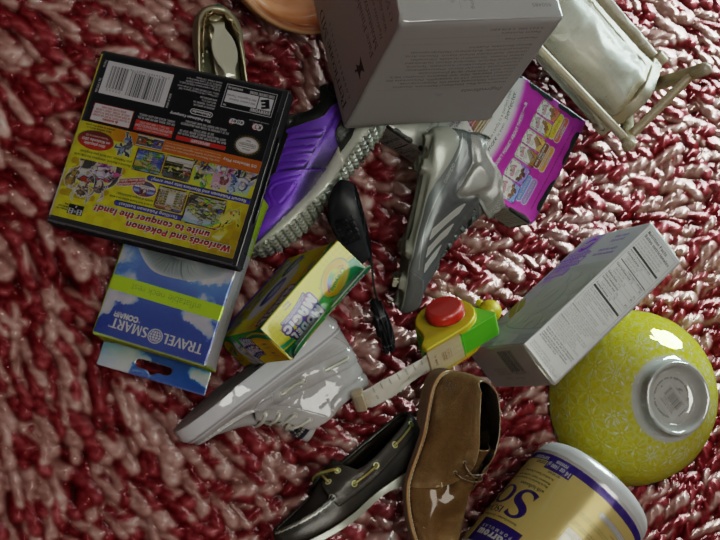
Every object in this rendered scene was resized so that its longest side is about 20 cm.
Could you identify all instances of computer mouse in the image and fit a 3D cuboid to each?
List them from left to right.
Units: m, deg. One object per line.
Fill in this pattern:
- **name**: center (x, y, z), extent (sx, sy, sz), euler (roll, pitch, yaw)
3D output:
- **computer mouse**: center (0.000, 0.000, 1.483), extent (0.034, 0.059, 0.200), euler (-13, 112, 5)

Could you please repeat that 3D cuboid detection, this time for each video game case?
- **video game case**: center (-0.184, -0.108, 1.402), extent (0.200, 0.026, 0.181), euler (13, 78, 12)

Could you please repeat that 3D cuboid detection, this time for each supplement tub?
- **supplement tub**: center (0.185, 0.295, 1.497), extent (0.145, 0.145, 0.200), euler (47, 71, -11)

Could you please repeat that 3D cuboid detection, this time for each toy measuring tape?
- **toy measuring tape**: center (0.061, 0.080, 1.507), extent (0.200, 0.074, 0.074), euler (-29, 96, -21)

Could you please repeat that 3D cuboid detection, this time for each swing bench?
- **swing bench**: center (0.244, -0.249, 1.550), extent (0.130, 0.200, 0.199), euler (-44, 101, 5)

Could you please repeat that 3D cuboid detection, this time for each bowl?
- **bowl**: center (0.318, 0.140, 1.581), extent (0.200, 0.108, 0.201), euler (2, 86, -21)

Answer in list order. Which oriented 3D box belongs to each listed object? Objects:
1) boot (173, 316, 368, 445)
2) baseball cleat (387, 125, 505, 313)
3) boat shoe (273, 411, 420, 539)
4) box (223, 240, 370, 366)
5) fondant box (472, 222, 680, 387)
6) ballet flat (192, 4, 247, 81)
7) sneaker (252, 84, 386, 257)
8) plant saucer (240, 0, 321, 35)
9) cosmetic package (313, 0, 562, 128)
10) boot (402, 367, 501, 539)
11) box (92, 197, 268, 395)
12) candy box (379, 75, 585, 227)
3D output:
- **boot**: center (-0.082, 0.136, 1.448), extent (0.200, 0.074, 0.096), euler (-35, 99, -17)
- **baseball cleat**: center (0.093, -0.046, 1.493), extent (0.106, 0.070, 0.200), euler (8, 107, -9)
- **boat shoe**: center (-0.013, 0.216, 1.470), extent (0.201, 0.072, 0.061), euler (-31, 100, -28)
- **box**: center (-0.066, 0.034, 1.394), extent (0.048, 0.200, 0.117), euler (45, 72, -12)
- **fondant box**: center (0.223, 0.039, 1.533), extent (0.200, 0.144, 0.058), euler (-40, 99, -19)
- **ballet flat**: center (-0.138, -0.171, 1.456), extent (0.069, 0.069, 0.200), euler (-7, 88, -21)
- **sneaker**: center (-0.070, -0.107, 1.480), extent (0.099, 0.070, 0.200), euler (40, 85, 11)
- **plant saucer**: center (-0.065, -0.342, 1.495), extent (0.200, 0.037, 0.201), euler (0, 90, -32)
- **cosmetic package**: center (0.067, -0.257, 1.397), extent (0.165, 0.200, 0.165), euler (-5, 68, -19)
- **boot**: center (0.094, 0.202, 1.455), extent (0.074, 0.075, 0.200), euler (5, 91, -45)
- **box**: center (-0.178, 0.009, 1.412), extent (0.122, 0.048, 0.200), euler (15, 79, 9)
- **candy box**: center (0.125, -0.155, 1.556), extent (0.200, 0.061, 0.137), euler (33, 76, -16)
